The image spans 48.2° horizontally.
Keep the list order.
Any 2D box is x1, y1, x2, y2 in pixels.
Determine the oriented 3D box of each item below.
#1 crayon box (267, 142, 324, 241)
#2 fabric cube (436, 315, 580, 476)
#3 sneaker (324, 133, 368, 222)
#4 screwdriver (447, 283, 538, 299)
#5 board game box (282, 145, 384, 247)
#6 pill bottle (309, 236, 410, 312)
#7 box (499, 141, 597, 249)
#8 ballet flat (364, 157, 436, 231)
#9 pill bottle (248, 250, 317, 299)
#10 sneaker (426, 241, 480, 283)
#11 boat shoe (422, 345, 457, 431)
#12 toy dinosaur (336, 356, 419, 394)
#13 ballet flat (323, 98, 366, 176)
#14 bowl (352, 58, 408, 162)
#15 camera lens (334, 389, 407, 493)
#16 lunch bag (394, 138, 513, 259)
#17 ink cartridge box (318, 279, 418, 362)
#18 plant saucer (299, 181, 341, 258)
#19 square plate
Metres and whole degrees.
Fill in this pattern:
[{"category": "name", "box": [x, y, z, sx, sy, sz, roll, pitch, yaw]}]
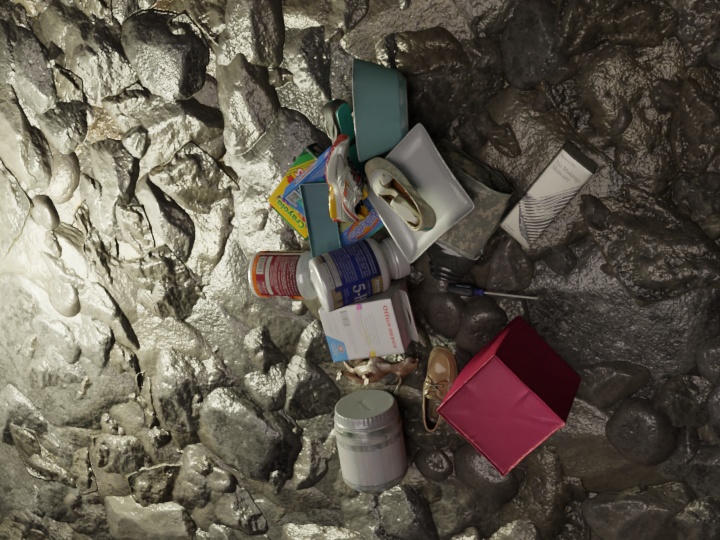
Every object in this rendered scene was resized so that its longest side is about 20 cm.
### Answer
[{"category": "crayon box", "box": [-0.120, -0.166, 1.795, 0.127, 0.051, 0.200, 43, 122, 4]}, {"category": "fabric cube", "box": [0.312, 0.257, 1.670, 0.200, 0.199, 0.197, 44, 120, 3]}, {"category": "sneaker", "box": [-0.021, -0.183, 1.604, 0.081, 0.078, 0.202, 8, 135, 14]}, {"category": "screwdriver", "box": [0.276, 0.050, 1.701, 0.197, 0.029, 0.028, 8, 113, 28]}, {"category": "board game box", "box": [-0.043, -0.146, 1.714, 0.151, 0.045, 0.199, -36, 116, 29]}, {"category": "pill bottle", "box": [0.000, 0.000, 1.717, 0.197, 0.120, 0.122, -21, 104, -11]}, {"category": "box", "box": [0.364, -0.145, 1.565, 0.082, 0.068, 0.201, 38, 121, 6]}, {"category": "ballet flat", "box": [0.068, -0.150, 1.552, 0.200, 0.062, 0.068, 44, 125, 22]}, {"category": "pill bottle", "box": [-0.149, 0.010, 1.842, 0.197, 0.109, 0.111, 1, 110, 25]}, {"category": "sneaker", "box": [0.149, -0.044, 1.704, 0.198, 0.071, 0.100, 31, 120, 11]}, {"category": "boat shoe", "box": [0.176, 0.269, 1.816, 0.070, 0.064, 0.203, 10, 113, 21]}, {"category": "toy dinosaur", "box": [0.032, 0.235, 1.869, 0.198, 0.134, 0.087, -5, 69, 49]}, {"category": "ballet flat", "box": [-0.035, -0.270, 1.704, 0.068, 0.068, 0.203, 20, 133, 42]}, {"category": "bowl", "box": [0.043, -0.319, 1.594, 0.103, 0.201, 0.204, -2, 110, 5]}, {"category": "camera lens", "box": [0.024, 0.403, 1.883, 0.157, 0.160, 0.203, -1, 110, 25]}, {"category": "lunch bag", "box": [0.196, -0.140, 1.618, 0.199, 0.117, 0.165, 35, 122, 14]}, {"category": "ink cartridge box", "box": [0.031, 0.109, 1.781, 0.197, 0.125, 0.131, -9, 107, 21]}, {"category": "plant saucer", "box": [-0.081, -0.103, 1.712, 0.069, 0.019, 0.202, -1, 127, 8]}, {"category": "square plate", "box": [0.111, -0.149, 1.576, 0.200, 0.028, 0.200, -41, 74, 38]}]
